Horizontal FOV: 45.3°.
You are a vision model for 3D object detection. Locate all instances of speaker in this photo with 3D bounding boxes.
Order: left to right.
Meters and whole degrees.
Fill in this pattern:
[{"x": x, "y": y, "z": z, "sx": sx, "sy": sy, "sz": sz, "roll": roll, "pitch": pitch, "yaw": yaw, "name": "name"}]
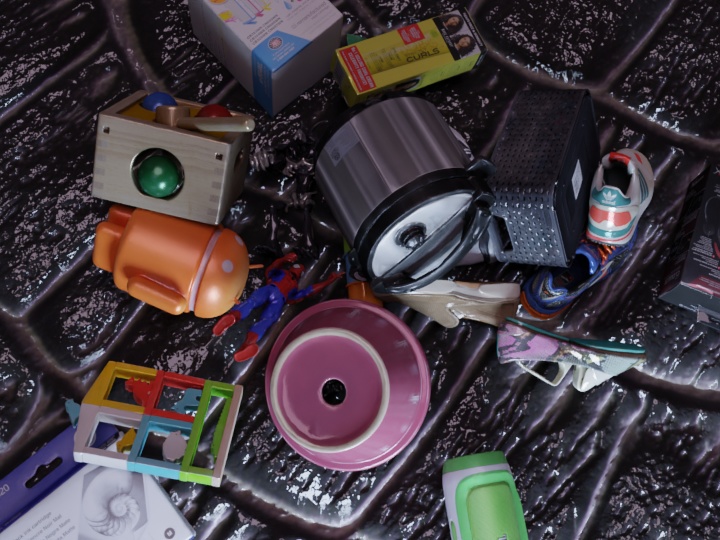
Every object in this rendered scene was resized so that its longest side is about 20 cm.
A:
[{"x": 0.149, "y": 0.317, "z": 1.001, "sx": 0.087, "sy": 0.089, "sz": 0.203, "roll": -7, "pitch": 74, "yaw": -7, "name": "speaker"}]

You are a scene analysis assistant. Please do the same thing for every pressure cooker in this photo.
[{"x": 0.052, "y": -0.078, "z": 0.989, "sx": 0.177, "sy": 0.177, "sz": 0.201, "roll": -17, "pitch": 59, "yaw": -20, "name": "pressure cooker"}]

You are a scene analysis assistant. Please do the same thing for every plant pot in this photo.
[{"x": -0.022, "y": 0.128, "z": 0.969, "sx": 0.197, "sy": 0.179, "sz": 0.203, "roll": -1, "pitch": 85, "yaw": 7, "name": "plant pot"}]

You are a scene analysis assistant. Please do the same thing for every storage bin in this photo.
[{"x": 0.231, "y": -0.118, "z": 1.083, "sx": 0.093, "sy": 0.136, "sz": 0.201, "roll": 5, "pitch": 53, "yaw": 28, "name": "storage bin"}]

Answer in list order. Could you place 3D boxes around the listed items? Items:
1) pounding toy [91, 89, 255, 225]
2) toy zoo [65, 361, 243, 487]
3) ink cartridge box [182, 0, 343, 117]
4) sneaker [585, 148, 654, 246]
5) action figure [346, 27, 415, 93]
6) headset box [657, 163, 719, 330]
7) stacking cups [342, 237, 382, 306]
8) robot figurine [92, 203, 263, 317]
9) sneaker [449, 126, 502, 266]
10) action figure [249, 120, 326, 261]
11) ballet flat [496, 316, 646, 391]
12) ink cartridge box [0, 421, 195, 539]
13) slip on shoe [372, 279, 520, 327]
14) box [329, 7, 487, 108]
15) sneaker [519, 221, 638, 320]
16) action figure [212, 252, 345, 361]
[{"x": -0.209, "y": -0.150, "z": 1.030, "sx": 0.182, "sy": 0.200, "sz": 0.144, "roll": 13, "pitch": 111, "yaw": -1, "name": "pounding toy"}, {"x": -0.248, "y": 0.175, "z": 1.014, "sx": 0.197, "sy": 0.021, "sz": 0.132, "roll": 11, "pitch": 46, "yaw": -2, "name": "toy zoo"}, {"x": -0.137, "y": -0.338, "z": 1.156, "sx": 0.128, "sy": 0.125, "sz": 0.200, "roll": -42, "pitch": 81, "yaw": -15, "name": "ink cartridge box"}, {"x": 0.340, "y": -0.120, "z": 1.111, "sx": 0.070, "sy": 0.094, "sz": 0.200, "roll": 14, "pitch": 42, "yaw": 21, "name": "sneaker"}, {"x": 0.033, "y": -0.227, "z": 1.177, "sx": 0.116, "sy": 0.055, "sz": 0.203, "roll": 5, "pitch": 77, "yaw": -6, "name": "action figure"}, {"x": 0.491, "y": -0.016, "z": 1.138, "sx": 0.147, "sy": 0.075, "sz": 0.202, "roll": 21, "pitch": 72, "yaw": 2, "name": "headset box"}, {"x": 0.000, "y": 0.000, "z": 1.103, "sx": 0.060, "sy": 0.061, "sz": 0.203, "roll": 1, "pitch": 76, "yaw": -5, "name": "stacking cups"}, {"x": -0.221, "y": -0.014, "z": 1.053, "sx": 0.198, "sy": 0.144, "sz": 0.118, "roll": 20, "pitch": 90, "yaw": -2, "name": "robot figurine"}, {"x": 0.101, "y": -0.092, "z": 1.126, "sx": 0.114, "sy": 0.075, "sz": 0.202, "roll": -18, "pitch": 78, "yaw": -13, "name": "sneaker"}, {"x": -0.078, "y": -0.115, "z": 1.106, "sx": 0.117, "sy": 0.102, "sz": 0.203, "roll": 4, "pitch": 74, "yaw": 6, "name": "action figure"}, {"x": 0.260, "y": 0.111, "z": 1.082, "sx": 0.197, "sy": 0.069, "sz": 0.072, "roll": 12, "pitch": 92, "yaw": -12, "name": "ballet flat"}, {"x": -0.325, "y": 0.289, "z": 0.990, "sx": 0.199, "sy": 0.041, "sz": 0.200, "roll": -39, "pitch": 80, "yaw": -15, "name": "ink cartridge box"}, {"x": 0.109, "y": 0.042, "z": 1.080, "sx": 0.198, "sy": 0.076, "sz": 0.061, "roll": 3, "pitch": 92, "yaw": -25, "name": "slip on shoe"}, {"x": 0.064, "y": -0.280, "z": 1.142, "sx": 0.198, "sy": 0.050, "sz": 0.076, "roll": -22, "pitch": 77, "yaw": -16, "name": "box"}, {"x": 0.295, "y": -0.013, "z": 1.117, "sx": 0.075, "sy": 0.079, "sz": 0.200, "roll": 45, "pitch": 72, "yaw": 8, "name": "sneaker"}, {"x": -0.089, "y": 0.024, "z": 1.020, "sx": 0.098, "sy": 0.200, "sz": 0.066, "roll": -33, "pitch": 100, "yaw": 24, "name": "action figure"}]
